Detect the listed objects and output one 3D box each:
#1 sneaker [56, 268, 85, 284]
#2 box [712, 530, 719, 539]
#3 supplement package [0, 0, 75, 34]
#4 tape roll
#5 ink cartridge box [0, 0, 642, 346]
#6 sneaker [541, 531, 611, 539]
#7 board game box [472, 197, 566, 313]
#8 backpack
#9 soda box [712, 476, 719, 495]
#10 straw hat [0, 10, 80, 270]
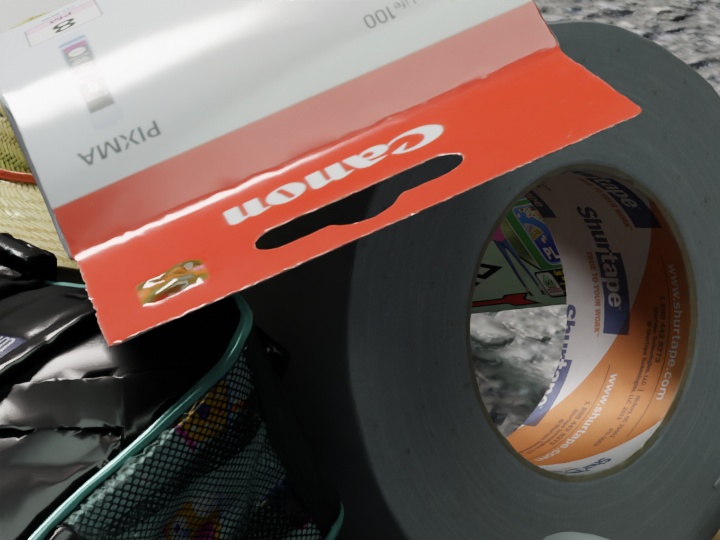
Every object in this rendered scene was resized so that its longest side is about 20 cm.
[{"bbox_3d":[-0.183,0.029,0.768,0.200,0.077,0.111,-27,31,12],"label":"sneaker"},{"bbox_3d":[0.152,0.145,0.716,0.163,0.021,0.200,22,26,13],"label":"box"},{"bbox_3d":[-0.211,-0.078,0.966,0.200,0.118,0.117,-4,29,-19],"label":"supplement package"},{"bbox_3d":[0.055,0.016,0.697,0.200,0.201,0.066,-17,12,-35],"label":"tape roll"},{"bbox_3d":[-0.026,-0.062,0.620,0.162,0.057,0.200,-24,19,-6],"label":"ink cartridge box"},{"bbox_3d":[0.087,0.173,0.559,0.099,0.200,0.071,-33,3,-40],"label":"sneaker"},{"bbox_3d":[0.033,-0.044,0.857,0.029,0.135,0.200,-41,14,-23],"label":"board game box"},{"bbox_3d":[-0.122,0.101,0.605,0.176,0.154,0.200,9,36,42],"label":"backpack"},{"bbox_3d":[0.213,0.120,0.672,0.200,0.068,0.063,50,30,16],"label":"soda box"},{"bbox_3d":[-0.098,-0.054,0.773,0.201,0.085,0.201,10,8,-1],"label":"straw hat"}]
